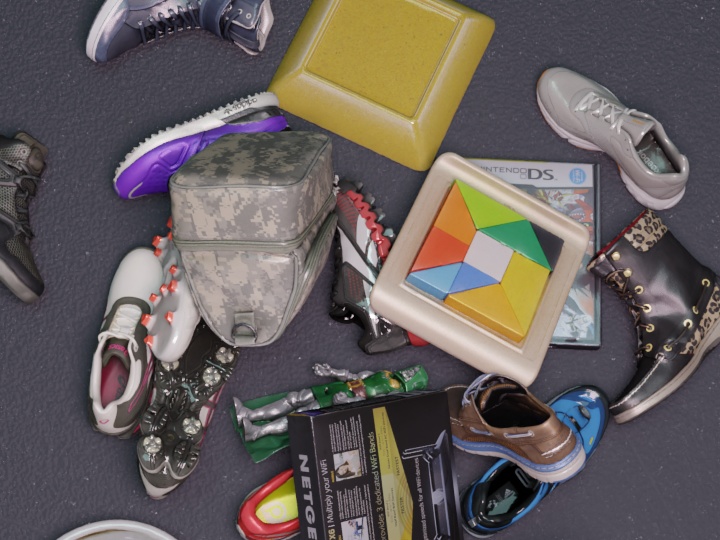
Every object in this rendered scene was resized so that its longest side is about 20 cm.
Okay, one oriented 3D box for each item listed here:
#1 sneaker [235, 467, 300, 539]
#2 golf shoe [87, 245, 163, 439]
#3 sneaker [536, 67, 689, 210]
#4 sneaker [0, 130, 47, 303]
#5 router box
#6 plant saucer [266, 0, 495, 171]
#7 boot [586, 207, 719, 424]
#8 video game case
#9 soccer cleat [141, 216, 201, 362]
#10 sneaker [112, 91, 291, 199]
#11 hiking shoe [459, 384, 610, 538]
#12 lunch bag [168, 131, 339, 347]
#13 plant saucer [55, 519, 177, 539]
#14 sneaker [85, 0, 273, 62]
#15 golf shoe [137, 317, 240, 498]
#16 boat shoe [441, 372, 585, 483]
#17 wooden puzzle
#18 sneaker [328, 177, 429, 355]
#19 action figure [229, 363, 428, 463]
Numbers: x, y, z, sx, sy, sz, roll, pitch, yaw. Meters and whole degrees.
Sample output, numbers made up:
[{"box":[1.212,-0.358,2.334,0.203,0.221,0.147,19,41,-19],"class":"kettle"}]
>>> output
[{"box":[-0.030,0.212,1.352,0.199,0.085,0.077,-30,79,-9],"class":"sneaker"},{"box":[-0.229,0.067,1.384,0.076,0.088,0.202,7,74,2],"class":"golf shoe"},{"box":[0.274,-0.155,1.455,0.200,0.092,0.076,41,77,8],"class":"sneaker"},{"box":[-0.360,-0.068,1.419,0.114,0.076,0.200,-31,73,-3],"class":"sneaker"},{"box":[0.018,0.224,1.311,0.156,0.052,0.202,-6,90,-32],"class":"router box"},{"box":[0.024,-0.238,1.492,0.199,0.048,0.201,25,75,4],"class":"plant saucer"},{"box":[0.288,0.045,1.401,0.200,0.073,0.151,-42,90,-18],"class":"boot"},{"box":[0.164,-0.020,1.450,0.179,0.026,0.202,3,75,-1],"class":"video game case"},{"box":[-0.167,0.021,1.359,0.077,0.069,0.201,31,30,-24],"class":"soccer cleat"},{"box":[-0.158,-0.106,1.439,0.199,0.070,0.100,-26,80,-8],"class":"sneaker"},{"box":[0.182,0.192,1.361,0.074,0.087,0.200,45,79,2],"class":"hiking shoe"},{"box":[-0.096,-0.034,1.333,0.138,0.200,0.169,2,111,9],"class":"lunch bag"},{"box":[-0.237,0.344,1.328,0.198,0.050,0.202,0,76,-2],"class":"plant saucer"},{"box":[-0.185,-0.267,1.477,0.146,0.077,0.202,42,77,11],"class":"sneaker"},{"box":[-0.179,0.130,1.367,0.077,0.088,0.201,21,51,-3],"class":"golf shoe"},{"box":[0.137,0.137,1.329,0.072,0.199,0.073,-39,120,-25],"class":"boat shoe"},{"box":[0.126,-0.006,1.382,0.184,0.037,0.201,29,61,-2],"class":"wooden puzzle"},{"box":[0.000,0.000,1.416,0.097,0.071,0.202,-25,72,0],"class":"sneaker"},{"box":[-0.026,0.131,1.376,0.198,0.118,0.055,-13,118,-14],"class":"action figure"}]
